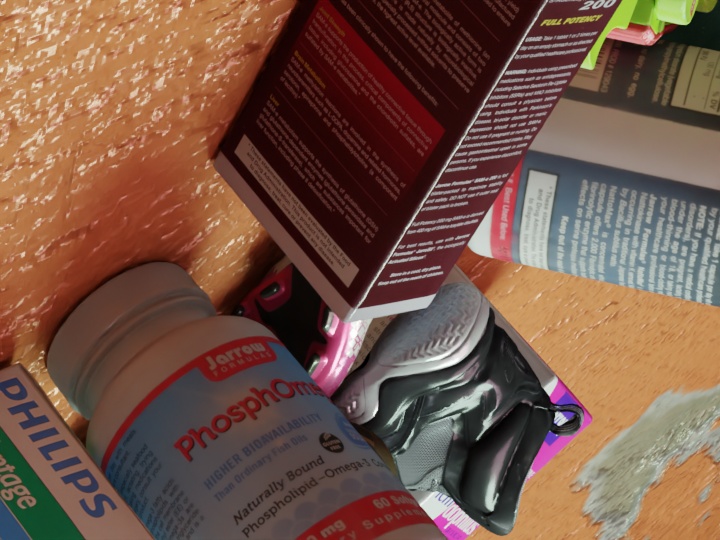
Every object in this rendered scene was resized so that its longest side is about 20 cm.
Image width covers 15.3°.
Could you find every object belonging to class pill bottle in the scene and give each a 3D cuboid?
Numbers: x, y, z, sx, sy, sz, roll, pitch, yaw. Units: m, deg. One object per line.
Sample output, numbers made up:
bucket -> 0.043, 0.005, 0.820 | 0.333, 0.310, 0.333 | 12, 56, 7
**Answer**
pill bottle -> -0.055, 0.093, 1.226 | 0.109, 0.200, 0.109 | -33, 154, -18
pill bottle -> 0.158, -0.046, 1.275 | 0.120, 0.199, 0.120 | 13, 90, -80

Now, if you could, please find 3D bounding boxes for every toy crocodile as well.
toy crocodile -> 0.126, -0.130, 1.236 | 0.200, 0.067, 0.062 | -30, 132, -73

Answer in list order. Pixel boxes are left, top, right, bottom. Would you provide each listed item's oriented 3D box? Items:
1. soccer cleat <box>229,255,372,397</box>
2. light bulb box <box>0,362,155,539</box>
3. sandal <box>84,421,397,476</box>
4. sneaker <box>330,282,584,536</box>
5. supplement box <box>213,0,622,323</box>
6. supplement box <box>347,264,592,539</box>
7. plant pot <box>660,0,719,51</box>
soccer cleat -> 0.000, 0.000, 1.311 | 0.086, 0.070, 0.200 | -14, 143, -44
light bulb box -> -0.219, 0.175, 1.215 | 0.200, 0.125, 0.199 | -22, 148, -34
sandal -> -0.080, 0.123, 1.316 | 0.199, 0.055, 0.082 | -8, 126, 12
sneaker -> 0.021, 0.099, 1.359 | 0.200, 0.114, 0.076 | -40, -165, 31
supplement box -> 0.025, -0.087, 1.164 | 0.061, 0.109, 0.200 | -10, 141, -46
supplement box -> 0.014, 0.102, 1.459 | 0.200, 0.103, 0.101 | -44, 156, 2
plant pot -> 0.250, -0.068, 1.400 | 0.200, 0.188, 0.200 | -38, 157, -19
